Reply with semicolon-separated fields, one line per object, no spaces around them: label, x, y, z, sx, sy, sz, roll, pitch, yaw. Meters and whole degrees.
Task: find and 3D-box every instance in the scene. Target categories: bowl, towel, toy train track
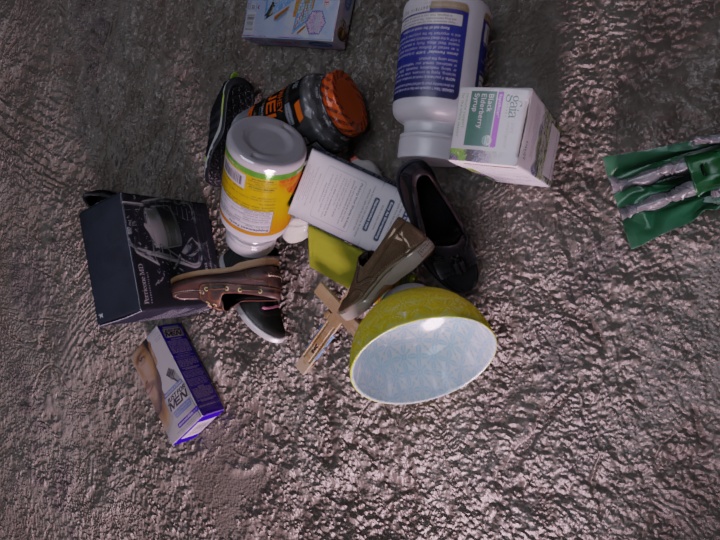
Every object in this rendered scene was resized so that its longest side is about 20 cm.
bowl;0.074;0.083;0.724;0.199;0.199;0.109;-37;43;25
towel;0.000;0.000;0.816;0.198;0.018;0.087;27;135;25
toy train track;-0.045;0.094;0.863;0.115;0.032;0.201;46;120;19

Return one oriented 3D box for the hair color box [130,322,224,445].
hair color box;-0.357;0.216;1.030;0.109;0.065;0.201;-43;69;24

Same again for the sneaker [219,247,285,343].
sneaker;-0.168;0.021;0.909;0.099;0.070;0.201;-45;66;28

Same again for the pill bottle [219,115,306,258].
pill bottle;-0.151;-0.114;0.792;0.111;0.110;0.201;47;141;21

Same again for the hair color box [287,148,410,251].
hair color box;0.007;-0.090;0.769;0.198;0.061;0.101;25;104;2

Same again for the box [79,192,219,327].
box;-0.366;-0.018;0.954;0.123;0.196;0.203;-17;83;29

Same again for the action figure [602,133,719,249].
action figure;0.389;-0.112;0.594;0.198;0.055;0.120;-19;79;25

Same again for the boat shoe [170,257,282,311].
boat shoe;-0.220;0.030;0.860;0.197;0.070;0.071;-10;78;19

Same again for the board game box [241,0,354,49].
board game box;-0.095;-0.476;0.876;0.197;0.041;0.203;17;99;29

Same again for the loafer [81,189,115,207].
loafer;-0.501;-0.115;1.104;0.199;0.070;0.069;28;105;27

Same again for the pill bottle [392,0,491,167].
pill bottle;0.105;-0.249;0.718;0.118;0.119;0.203;9;95;30

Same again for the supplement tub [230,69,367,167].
supplement tub;-0.096;-0.225;0.835;0.198;0.122;0.124;-17;82;29

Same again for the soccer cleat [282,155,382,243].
soccer cleat;-0.045;-0.094;0.841;0.199;0.069;0.078;-37;77;23

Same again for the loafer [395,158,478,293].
loafer;0.105;-0.049;0.704;0.071;0.063;0.202;-28;109;1

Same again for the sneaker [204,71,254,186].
sneaker;-0.239;-0.252;0.963;0.083;0.071;0.203;32;107;51

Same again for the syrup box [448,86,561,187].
syrup box;0.177;-0.152;0.630;0.080;0.199;0.080;12;98;29

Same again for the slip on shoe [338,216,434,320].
slip on shoe;0.019;0.001;0.723;0.061;0.076;0.200;46;140;-1
